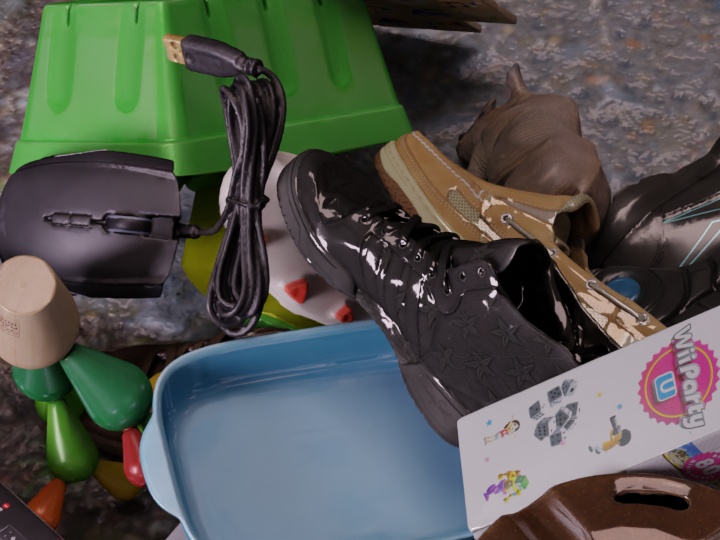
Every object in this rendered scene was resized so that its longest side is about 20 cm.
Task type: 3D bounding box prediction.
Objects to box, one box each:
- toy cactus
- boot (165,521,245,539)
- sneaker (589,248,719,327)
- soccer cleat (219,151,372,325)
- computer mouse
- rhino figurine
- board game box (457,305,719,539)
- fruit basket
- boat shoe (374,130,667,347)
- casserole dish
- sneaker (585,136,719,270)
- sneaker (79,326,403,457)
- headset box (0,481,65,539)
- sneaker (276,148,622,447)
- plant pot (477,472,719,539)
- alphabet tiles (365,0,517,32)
[{"bbox_3d":[-0.166,0.043,1.423,0.200,0.165,0.102,39,71,15],"label":"toy cactus"},{"bbox_3d":[-0.063,0.169,1.399,0.095,0.074,0.200,40,46,4],"label":"boot"},{"bbox_3d":[0.170,0.033,1.475,0.199,0.082,0.073,-19,48,0],"label":"sneaker"},{"bbox_3d":[0.000,0.000,1.480,0.069,0.200,0.078,-54,29,4],"label":"soccer cleat"},{"bbox_3d":[-0.119,-0.050,1.433,0.199,0.141,0.046,11,3,43],"label":"computer mouse"},{"bbox_3d":[0.088,-0.055,1.567,0.088,0.060,0.200,-48,20,14],"label":"rhino figurine"},{"bbox_3d":[0.166,0.085,1.285,0.199,0.147,0.065,-25,50,24],"label":"board game box"},{"bbox_3d":[-0.069,-0.052,1.558,0.155,0.216,0.216,3,42,41],"label":"fruit basket"},{"bbox_3d":[0.087,-0.010,1.434,0.076,0.072,0.200,-46,61,9],"label":"boat shoe"},{"bbox_3d":[-0.010,0.088,1.392,0.199,0.039,0.122,-8,63,-17],"label":"casserole dish"},{"bbox_3d":[0.211,-0.037,1.561,0.200,0.076,0.079,-37,63,-13],"label":"sneaker"},{"bbox_3d":[-0.064,0.054,1.493,0.199,0.076,0.071,5,47,11],"label":"sneaker"},{"bbox_3d":[-0.231,0.160,1.411,0.149,0.077,0.200,-36,53,-25],"label":"headset box"},{"bbox_3d":[0.050,0.006,1.360,0.060,0.104,0.200,-25,77,-48],"label":"sneaker"},{"bbox_3d":[0.116,0.206,1.240,0.199,0.199,0.201,-4,46,4],"label":"plant pot"},{"bbox_3d":[-0.011,-0.160,1.627,0.166,0.200,0.006,6,85,23],"label":"alphabet tiles"}]
